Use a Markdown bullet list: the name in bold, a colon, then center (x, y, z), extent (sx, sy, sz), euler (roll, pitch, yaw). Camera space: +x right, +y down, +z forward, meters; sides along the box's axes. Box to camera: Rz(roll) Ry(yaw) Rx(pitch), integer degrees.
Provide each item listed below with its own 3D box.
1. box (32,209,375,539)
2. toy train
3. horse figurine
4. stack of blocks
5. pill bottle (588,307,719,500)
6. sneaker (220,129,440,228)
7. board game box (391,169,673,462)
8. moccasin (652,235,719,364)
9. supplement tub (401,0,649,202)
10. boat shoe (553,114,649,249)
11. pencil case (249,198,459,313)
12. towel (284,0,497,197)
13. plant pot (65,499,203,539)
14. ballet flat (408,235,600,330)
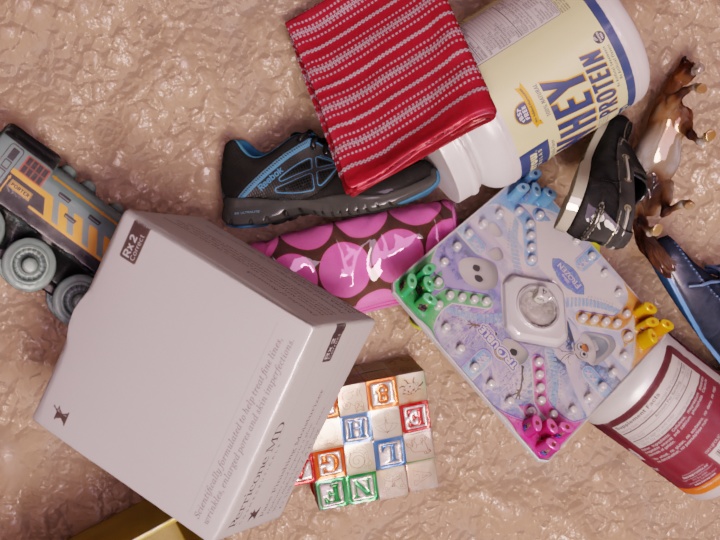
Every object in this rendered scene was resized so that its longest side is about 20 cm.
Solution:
- **box**: center (-0.129, 0.082, 1.104), extent (0.199, 0.131, 0.200), euler (30, 102, 20)
- **toy train**: center (-0.268, -0.034, 1.151), extent (0.200, 0.085, 0.114), euler (38, 81, -16)
- **horse figurine**: center (0.281, -0.099, 1.229), extent (0.050, 0.133, 0.201), euler (12, 100, -9)
- **stack of blocks**: center (-0.035, 0.158, 1.243), extent (0.199, 0.059, 0.116), euler (-9, 102, -10)
- **pill bottle**: center (0.280, 0.121, 1.274), extent (0.200, 0.114, 0.114), euler (37, 91, -15)
- **sneaker**: center (-0.030, -0.086, 1.172), extent (0.198, 0.073, 0.083), euler (-5, 92, 10)
- **board game box**: center (0.156, 0.032, 1.170), extent (0.200, 0.026, 0.200), euler (49, 57, 3)
- **moccasin**: center (0.348, 0.033, 1.298), extent (0.068, 0.081, 0.200), euler (-36, 119, 10)
- **supplement tub**: center (0.136, -0.164, 1.177), extent (0.199, 0.145, 0.145), euler (-33, 105, -4)
- **boat shoe**: center (0.223, -0.080, 1.193), extent (0.067, 0.200, 0.072), euler (21, 124, 7)
- **pencil case**: center (0.000, 0.000, 1.209), extent (0.199, 0.091, 0.094), euler (-15, 68, -7)
- **towel**: center (0.021, -0.171, 1.128), extent (0.144, 0.201, 0.022), euler (-28, 149, 13)
- **plant pot**: center (-0.199, 0.310, 1.175), extent (0.199, 0.176, 0.201), euler (-26, 103, -6)
- **ballet flat**: center (0.142, 0.020, 1.257), extent (0.199, 0.067, 0.067), euler (-30, 126, -7)
